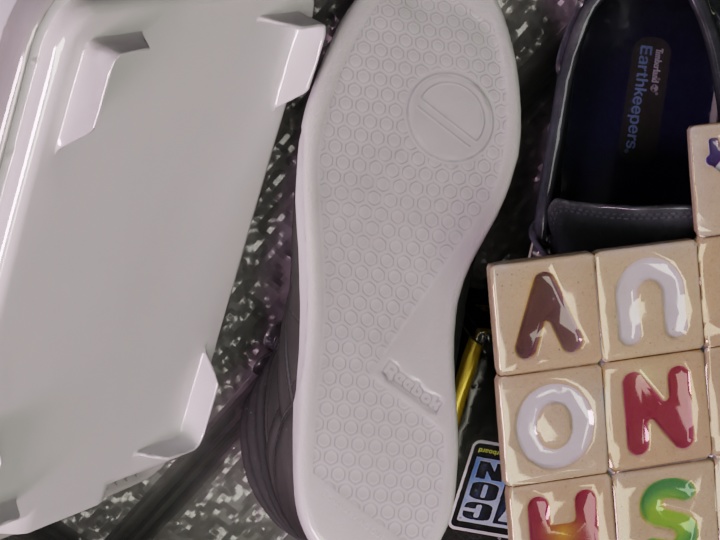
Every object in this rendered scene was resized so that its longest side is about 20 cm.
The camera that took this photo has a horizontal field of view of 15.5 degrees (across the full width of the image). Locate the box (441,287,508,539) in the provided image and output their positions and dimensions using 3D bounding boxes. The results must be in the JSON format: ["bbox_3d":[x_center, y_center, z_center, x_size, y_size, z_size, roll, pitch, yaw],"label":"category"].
[{"bbox_3d":[0.103,0.100,0.930,0.199,0.049,0.160,10,107,-18],"label":"box"}]

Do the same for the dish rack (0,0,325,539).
[{"bbox_3d":[-0.075,-0.009,0.782,0.043,0.171,0.201,26,110,22],"label":"dish rack"}]

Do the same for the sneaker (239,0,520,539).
[{"bbox_3d":[0.000,0.000,0.855,0.070,0.099,0.201,10,78,-14],"label":"sneaker"}]

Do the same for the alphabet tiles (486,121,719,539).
[{"bbox_3d":[0.136,0.035,0.810,0.199,0.008,0.168,-7,98,-16],"label":"alphabet tiles"}]

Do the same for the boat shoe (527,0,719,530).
[{"bbox_3d":[0.085,-0.004,0.830,0.074,0.062,0.201,4,84,9],"label":"boat shoe"}]
